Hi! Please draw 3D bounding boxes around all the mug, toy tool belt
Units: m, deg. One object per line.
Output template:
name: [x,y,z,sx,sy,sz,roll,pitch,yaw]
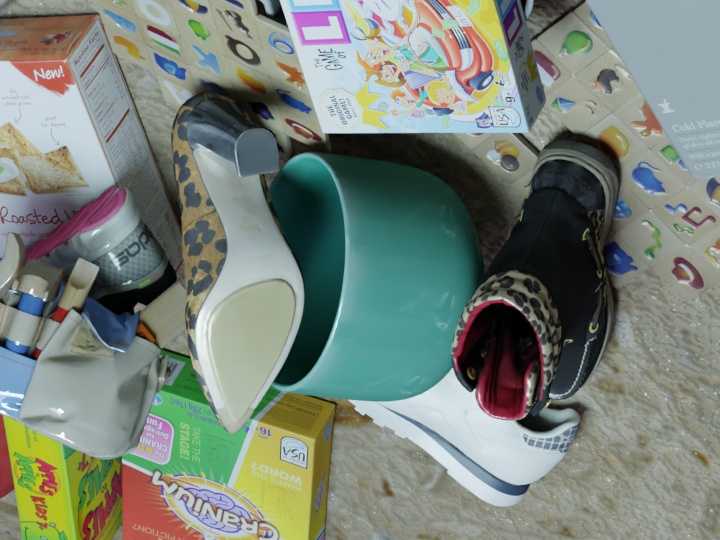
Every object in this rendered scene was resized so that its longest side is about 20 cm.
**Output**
mug: [0.005,-0.004,1.670,0.114,0.185,0.152,7,131,-25]
toy tool belt: [-0.212,0.031,1.670,0.200,0.123,0.125,25,176,-1]

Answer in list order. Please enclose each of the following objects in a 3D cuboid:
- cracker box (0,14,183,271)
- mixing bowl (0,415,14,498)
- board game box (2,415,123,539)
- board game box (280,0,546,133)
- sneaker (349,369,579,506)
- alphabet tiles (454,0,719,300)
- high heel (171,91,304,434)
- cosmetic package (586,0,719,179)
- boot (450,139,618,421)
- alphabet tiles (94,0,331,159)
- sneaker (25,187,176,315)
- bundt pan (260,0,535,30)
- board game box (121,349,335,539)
cracker box: [-0.212,-0.074,1.770,0.134,0.058,0.200,0,128,26]
mixing bowl: [-0.329,0.114,1.962,0.200,0.108,0.200,15,134,16]
board game box: [-0.212,0.125,1.915,0.048,0.102,0.200,12,133,16]
board game box: [0.017,-0.168,1.478,0.134,0.034,0.200,1,129,27]
sneaker: [0.052,0.072,1.765,0.200,0.076,0.081,33,124,-10]
alphabet tiles: [0.168,-0.068,1.617,0.200,0.008,0.167,43,134,-13]
high heel: [-0.087,-0.009,1.652,0.071,0.143,0.200,-1,104,-20]
cosmetic package: [0.196,-0.153,1.453,0.107,0.090,0.200,-10,136,35]
boot: [0.108,0.036,1.627,0.073,0.151,0.200,18,134,12]
alphabet tiles: [-0.097,-0.140,1.626,0.166,0.006,0.200,25,158,19]
sneaker: [-0.197,0.024,1.756,0.200,0.074,0.087,-33,105,35]
bundt pan: [0.019,-0.213,1.515,0.201,0.076,0.202,14,134,15]
board game box: [-0.100,0.158,1.929,0.153,0.040,0.200,16,134,14]
